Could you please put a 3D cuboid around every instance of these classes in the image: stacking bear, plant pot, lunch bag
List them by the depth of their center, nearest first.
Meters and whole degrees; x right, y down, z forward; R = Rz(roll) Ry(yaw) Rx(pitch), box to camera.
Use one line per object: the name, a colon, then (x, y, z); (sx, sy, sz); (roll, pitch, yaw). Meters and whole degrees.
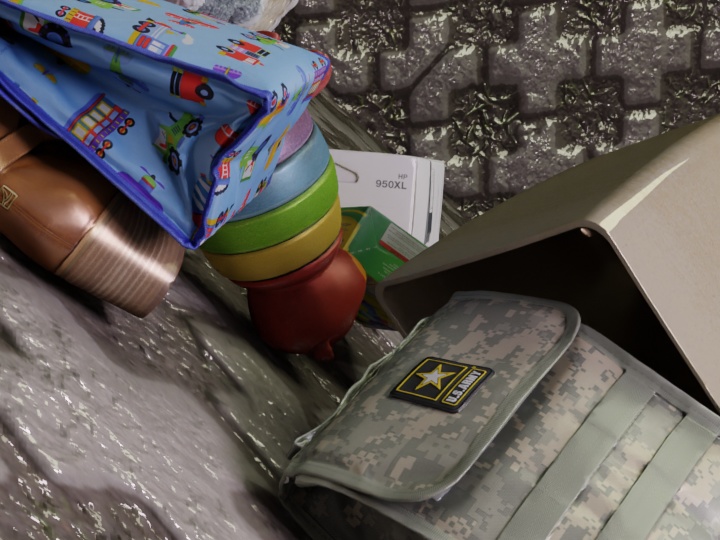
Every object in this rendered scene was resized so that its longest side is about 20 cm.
lunch bag: (0.077, 0.108, 0.776); (0.200, 0.164, 0.118); (36, -38, 13)
lunch bag: (-0.133, -0.114, 0.814); (0.199, 0.094, 0.151); (30, 17, 2)
plant pot: (0.167, 0.021, 0.897); (0.200, 0.177, 0.200); (-18, -69, 53)
stacking bear: (-0.056, -0.036, 0.997); (0.121, 0.113, 0.201); (33, -32, 57)

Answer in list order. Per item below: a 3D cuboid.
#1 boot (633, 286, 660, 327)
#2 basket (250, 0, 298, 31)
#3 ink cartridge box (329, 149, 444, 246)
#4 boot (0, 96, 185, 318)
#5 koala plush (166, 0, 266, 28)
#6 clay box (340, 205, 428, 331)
boot: (0.133, 0.061, 1.025); (0.073, 0.151, 0.200); (48, 9, 36)
basket: (-0.177, -0.268, 1.414); (0.198, 0.200, 0.161); (42, 10, -5)
ink cartridge box: (-0.010, -0.062, 1.332); (0.144, 0.085, 0.200); (4, 3, 9)
boot: (-0.174, -0.058, 0.843); (0.155, 0.077, 0.200); (36, 17, -18)
koala plush: (-0.176, -0.240, 1.162); (0.199, 0.185, 0.177); (26, 5, 16)
clay box: (0.000, 0.000, 1.165); (0.115, 0.048, 0.200); (35, -11, -21)
